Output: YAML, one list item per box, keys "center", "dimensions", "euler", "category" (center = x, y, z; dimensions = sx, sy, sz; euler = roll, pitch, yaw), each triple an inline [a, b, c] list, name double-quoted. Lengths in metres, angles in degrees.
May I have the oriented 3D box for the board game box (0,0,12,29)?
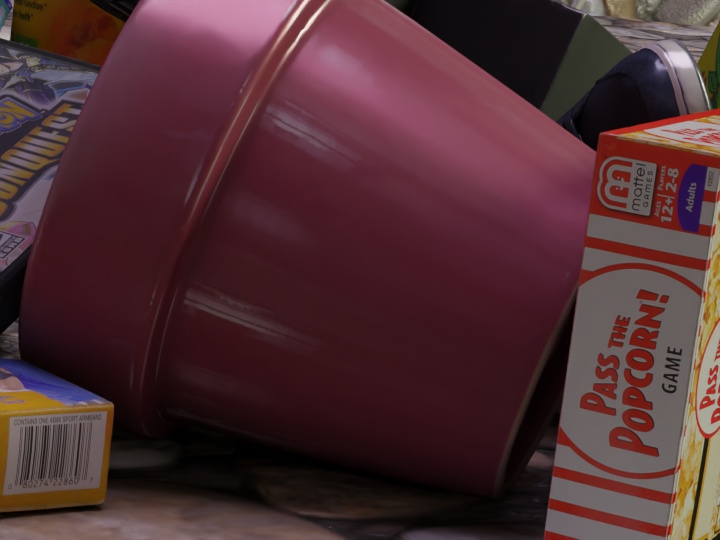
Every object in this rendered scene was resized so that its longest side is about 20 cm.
- center: [-0.264, -0.086, 1.266]
  dimensions: [0.199, 0.045, 0.152]
  euler: [-30, 12, 1]
  category: "board game box"

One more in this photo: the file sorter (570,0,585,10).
- center: [0.025, -0.197, 1.417]
  dimensions: [0.200, 0.125, 0.139]
  euler: [17, -18, 48]
  category: "file sorter"

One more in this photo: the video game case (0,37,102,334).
- center: [-0.181, -0.043, 1.009]
  dimensions: [0.180, 0.026, 0.200]
  euler: [16, 31, 15]
  category: "video game case"

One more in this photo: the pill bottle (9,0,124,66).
- center: [-0.111, -0.177, 1.309]
  dimensions: [0.110, 0.201, 0.111]
  euler: [7, 10, -1]
  category: "pill bottle"

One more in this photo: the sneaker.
- center: [0.056, -0.016, 1.083]
  dimensions: [0.145, 0.077, 0.203]
  euler: [-11, -25, -21]
  category: "sneaker"

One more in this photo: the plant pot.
- center: [-0.002, -0.009, 0.980]
  dimensions: [0.178, 0.201, 0.200]
  euler: [25, 14, 10]
  category: "plant pot"

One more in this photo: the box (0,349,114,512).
- center: [-0.190, 0.041, 0.939]
  dimensions: [0.119, 0.042, 0.200]
  euler: [-2, 16, -39]
  category: "box"

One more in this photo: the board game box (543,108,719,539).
- center: [0.129, 0.021, 0.954]
  dimensions: [0.046, 0.152, 0.200]
  euler: [12, 11, 23]
  category: "board game box"

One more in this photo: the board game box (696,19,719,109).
- center: [0.162, -0.046, 1.132]
  dimensions: [0.047, 0.200, 0.102]
  euler: [16, 45, -8]
  category: "board game box"

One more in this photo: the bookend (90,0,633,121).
- center: [0.018, -0.103, 1.213]
  dimensions: [0.199, 0.093, 0.199]
  euler: [24, -2, 29]
  category: "bookend"
